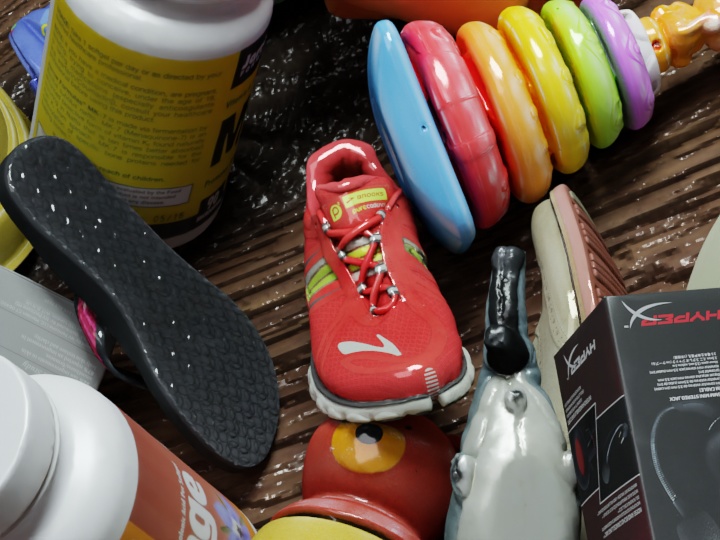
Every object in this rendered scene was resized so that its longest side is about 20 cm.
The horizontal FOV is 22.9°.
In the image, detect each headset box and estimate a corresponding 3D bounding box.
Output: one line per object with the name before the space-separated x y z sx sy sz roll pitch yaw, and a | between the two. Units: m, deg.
headset box | 0.167 0.110 0.673 0.147 0.075 0.202 -5 70 -13

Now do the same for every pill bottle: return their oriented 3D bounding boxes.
pill bottle | -0.108 -0.116 0.927 0.113 0.201 0.115 10 45 -10
pill bottle | -0.131 0.118 0.807 0.111 0.200 0.113 -13 56 20

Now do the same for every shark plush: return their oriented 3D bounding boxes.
shark plush | 0.050 0.094 0.758 0.090 0.083 0.202 -9 87 -11

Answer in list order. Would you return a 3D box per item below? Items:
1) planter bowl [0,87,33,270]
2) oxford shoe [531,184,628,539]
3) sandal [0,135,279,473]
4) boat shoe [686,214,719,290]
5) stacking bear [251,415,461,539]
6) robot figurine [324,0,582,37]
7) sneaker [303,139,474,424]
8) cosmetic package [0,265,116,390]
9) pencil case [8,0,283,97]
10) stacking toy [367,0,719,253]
planter bowl | -0.272 -0.078 1.014 0.198 0.084 0.202 8 51 -10
oxford shoe | 0.091 0.051 0.816 0.073 0.071 0.202 -20 53 23
sandal | -0.114 0.020 0.908 0.045 0.200 0.075 -40 0 42
boat shoe | 0.176 0.052 0.776 0.062 0.071 0.202 18 61 -11
stacking bear | -0.012 0.147 0.787 0.120 0.114 0.201 9 54 22
robot figurine | 0.031 -0.187 0.932 0.198 0.144 0.118 17 91 -5
sneaker | 0.000 0.000 0.842 0.076 0.086 0.200 -15 30 -4
cosmetic package | -0.208 0.107 0.907 0.107 0.090 0.202 -15 53 57
pencil case | -0.113 -0.154 1.041 0.199 0.078 0.087 -32 22 8
stacking toy | 0.106 -0.097 0.880 0.198 0.110 0.117 -23 88 -1
